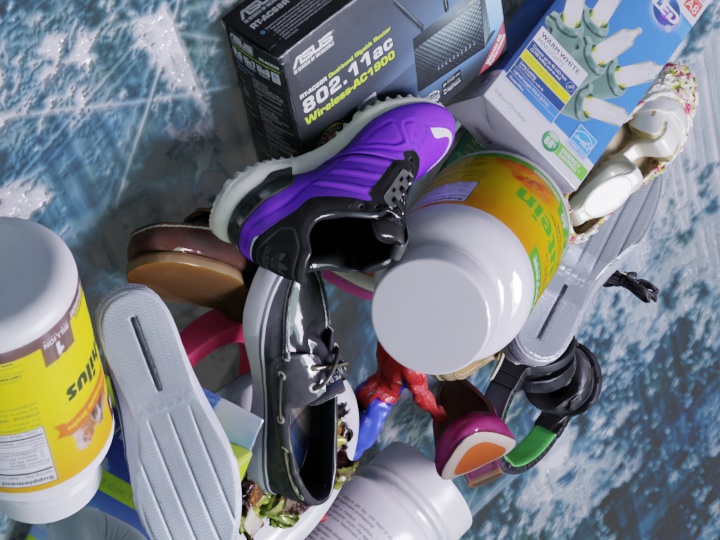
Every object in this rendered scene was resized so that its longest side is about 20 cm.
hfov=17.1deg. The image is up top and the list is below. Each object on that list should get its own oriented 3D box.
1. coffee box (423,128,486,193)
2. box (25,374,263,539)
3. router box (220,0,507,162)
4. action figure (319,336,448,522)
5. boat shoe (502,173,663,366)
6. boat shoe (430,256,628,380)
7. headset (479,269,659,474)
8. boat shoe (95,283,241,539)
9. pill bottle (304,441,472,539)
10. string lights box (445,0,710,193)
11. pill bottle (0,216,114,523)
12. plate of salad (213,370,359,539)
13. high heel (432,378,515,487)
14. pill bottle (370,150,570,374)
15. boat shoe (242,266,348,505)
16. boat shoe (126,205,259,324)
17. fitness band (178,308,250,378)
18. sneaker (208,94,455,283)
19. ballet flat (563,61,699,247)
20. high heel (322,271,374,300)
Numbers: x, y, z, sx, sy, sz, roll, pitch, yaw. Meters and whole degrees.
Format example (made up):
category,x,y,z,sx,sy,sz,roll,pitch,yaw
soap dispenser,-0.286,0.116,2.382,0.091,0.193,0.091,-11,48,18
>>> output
category,x,y,z,sx,sy,sz,roll,pitch,yaw
coffee box,0.129,-0.097,1.864,0.200,0.044,0.123,-57,148,4
box,-0.158,0.168,1.657,0.200,0.122,0.048,-67,167,19
router box,0.008,-0.160,1.631,0.200,0.062,0.150,-40,144,-21
action figure,0.024,0.105,1.850,0.099,0.065,0.200,5,129,-44
boat shoe,0.167,-0.013,1.913,0.200,0.074,0.067,-54,-170,-15
boat shoe,0.136,0.023,1.962,0.200,0.063,0.073,-44,147,-16
headset,0.173,0.085,2.037,0.200,0.094,0.124,-61,149,-10
boat shoe,-0.125,0.101,1.576,0.072,0.062,0.201,-14,100,-4
pill bottle,-0.012,0.236,1.917,0.200,0.113,0.114,-42,145,-19
string lights box,0.162,-0.161,1.758,0.103,0.059,0.200,44,67,-17
pill bottle,-0.216,0.069,1.507,0.109,0.109,0.200,-37,144,-25
plate of salad,-0.074,0.156,1.746,0.200,0.048,0.201,-25,133,-30
high heel,0.076,0.115,1.898,0.067,0.096,0.200,-22,167,-4
pill bottle,0.073,-0.003,1.647,0.200,0.111,0.111,-51,161,-64
boat shoe,-0.038,0.076,1.639,0.070,0.066,0.201,-26,131,-46
boat shoe,-0.097,-0.009,1.641,0.200,0.070,0.071,23,60,-61
fitness band,-0.121,0.116,1.745,0.143,0.037,0.200,-28,140,-39
sneaker,0.004,-0.043,1.580,0.200,0.099,0.070,-29,143,-34
ballet flat,0.208,-0.085,1.865,0.200,0.064,0.076,-46,116,-16
high heel,0.000,0.000,1.761,0.096,0.068,0.200,-20,169,35
